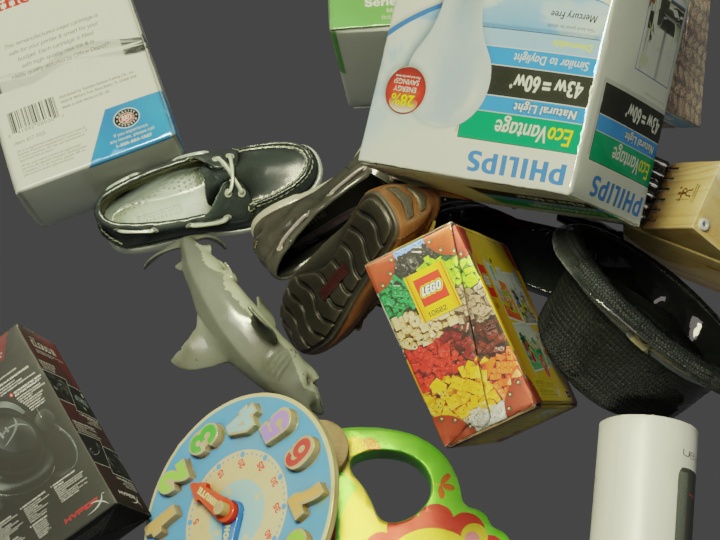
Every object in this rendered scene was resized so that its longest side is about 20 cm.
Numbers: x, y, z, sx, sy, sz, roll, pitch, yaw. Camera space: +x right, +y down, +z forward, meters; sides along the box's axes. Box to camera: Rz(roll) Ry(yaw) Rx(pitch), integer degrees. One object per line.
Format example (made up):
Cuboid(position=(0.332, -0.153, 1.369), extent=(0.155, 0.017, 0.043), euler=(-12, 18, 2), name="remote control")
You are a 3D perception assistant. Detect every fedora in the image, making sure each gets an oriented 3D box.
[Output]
Cuboid(position=(0.211, 0.055, 1.547), extent=(0.201, 0.200, 0.092), euler=(49, 113, 22), name="fedora")

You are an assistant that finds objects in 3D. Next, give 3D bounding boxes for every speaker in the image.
Cuboid(position=(0.214, 0.214, 1.510), extent=(0.081, 0.081, 0.201), euler=(4, 68, 10), name="speaker")

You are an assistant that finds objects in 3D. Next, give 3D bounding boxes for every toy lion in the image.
Cuboid(position=(0.035, 0.225, 1.546), extent=(0.191, 0.069, 0.201), euler=(3, 68, 2), name="toy lion")

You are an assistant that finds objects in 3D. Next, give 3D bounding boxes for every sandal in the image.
Cuboid(position=(0.103, -0.027, 1.638), extent=(0.199, 0.048, 0.076), euler=(10, 69, 13), name="sandal")

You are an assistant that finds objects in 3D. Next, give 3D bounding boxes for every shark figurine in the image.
Cuboid(position=(-0.125, 0.037, 1.599), extent=(0.089, 0.128, 0.215), euler=(-40, 62, 0), name="shark figurine")

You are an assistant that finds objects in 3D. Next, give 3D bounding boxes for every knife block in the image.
Cuboid(position=(0.258, -0.036, 1.622), extent=(0.200, 0.175, 0.064), euler=(35, 73, -27), name="knife block")

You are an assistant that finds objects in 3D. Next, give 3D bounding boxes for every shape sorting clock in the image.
Cuboid(position=(-0.097, 0.191, 1.538), extent=(0.199, 0.039, 0.201), euler=(-21, 58, 37), name="shape sorting clock")

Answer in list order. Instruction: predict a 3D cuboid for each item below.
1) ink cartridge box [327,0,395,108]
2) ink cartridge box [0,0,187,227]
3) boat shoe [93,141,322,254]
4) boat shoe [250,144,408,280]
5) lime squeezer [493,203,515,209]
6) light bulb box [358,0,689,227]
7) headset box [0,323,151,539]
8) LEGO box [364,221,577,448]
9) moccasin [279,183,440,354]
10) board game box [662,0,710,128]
Cuboid(position=(0.019, -0.263, 1.691), extent=(0.084, 0.146, 0.201), euler=(-3, 69, 6), name="ink cartridge box")
Cuboid(position=(-0.250, -0.161, 1.722), extent=(0.146, 0.086, 0.201), euler=(-20, 66, -1), name="ink cartridge box")
Cuboid(position=(-0.130, -0.066, 1.680), extent=(0.199, 0.060, 0.076), euler=(-22, 70, 0), name="boat shoe")
Cuboid(position=(0.000, -0.058, 1.642), extent=(0.200, 0.067, 0.057), euler=(-32, 47, 10), name="boat shoe")
Cuboid(position=(0.129, -0.086, 1.637), extent=(0.038, 0.200, 0.071), euler=(-14, 108, -33), name="lime squeezer")
Cuboid(position=(0.127, -0.153, 1.506), extent=(0.198, 0.125, 0.201), euler=(11, 86, 35), name="light bulb box")
Cuboid(position=(-0.286, 0.155, 1.595), extent=(0.149, 0.077, 0.200), euler=(-36, 66, 5), name="headset box")
Cuboid(position=(0.089, 0.052, 1.506), extent=(0.077, 0.200, 0.149), euler=(-26, 80, 12), name="LEGO box")
Cuboid(position=(-0.001, -0.001, 1.584), extent=(0.078, 0.202, 0.074), euler=(-13, 57, -42), name="moccasin")
Cuboid(position=(0.177, -0.203, 1.616), extent=(0.199, 0.097, 0.160), euler=(2, 82, 34), name="board game box")
